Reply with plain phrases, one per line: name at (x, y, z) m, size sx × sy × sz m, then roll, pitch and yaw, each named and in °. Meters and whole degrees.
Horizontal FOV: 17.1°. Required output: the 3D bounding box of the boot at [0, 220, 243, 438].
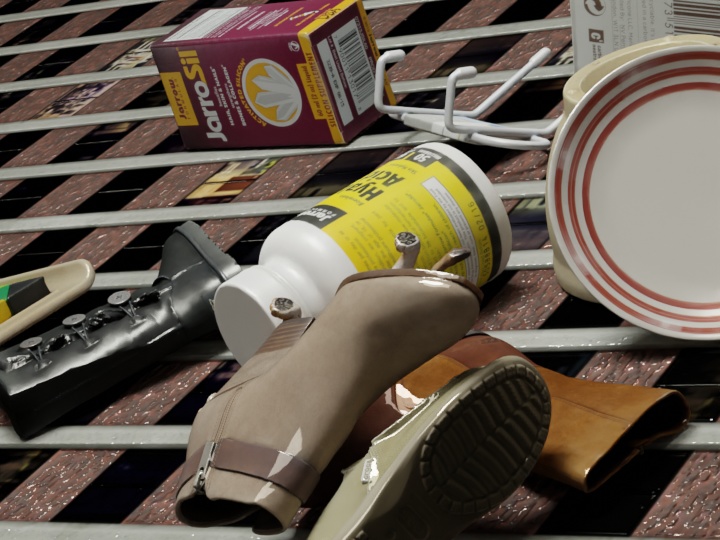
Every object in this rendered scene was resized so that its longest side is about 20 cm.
boot at (-0.190, 0.043, 1.802) m, size 0.200 × 0.066 × 0.165 m, roll -31°, pitch 16°, yaw -10°

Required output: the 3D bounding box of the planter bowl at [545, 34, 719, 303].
planter bowl at (0.213, -0.081, 1.660) m, size 0.200 × 0.135 × 0.200 m, roll -17°, pitch 21°, yaw 7°

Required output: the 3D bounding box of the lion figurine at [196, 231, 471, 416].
lion figurine at (-0.012, 0.061, 1.550) m, size 0.200 × 0.123 × 0.072 m, roll -21°, pitch 46°, yaw -29°

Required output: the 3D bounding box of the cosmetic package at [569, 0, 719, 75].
cosmetic package at (0.278, -0.240, 1.915) m, size 0.165 × 0.165 × 0.200 m, roll 9°, pitch 32°, yaw 27°

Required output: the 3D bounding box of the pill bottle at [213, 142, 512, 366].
pill bottle at (0.000, 0.000, 1.670) m, size 0.200 × 0.111 × 0.111 m, roll -32°, pitch 25°, yaw -30°

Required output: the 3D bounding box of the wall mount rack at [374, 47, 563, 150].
wall mount rack at (0.116, -0.146, 1.994) m, size 0.174 × 0.075 × 0.200 m, roll -1°, pitch 12°, yaw -30°

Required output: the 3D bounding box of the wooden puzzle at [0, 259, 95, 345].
wooden puzzle at (-0.327, 0.053, 1.874) m, size 0.185 × 0.037 × 0.200 m, roll -12°, pitch 21°, yaw 43°

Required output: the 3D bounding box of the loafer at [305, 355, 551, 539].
loafer at (0.027, 0.122, 1.357) m, size 0.200 × 0.076 × 0.068 m, roll -44°, pitch 27°, yaw -20°

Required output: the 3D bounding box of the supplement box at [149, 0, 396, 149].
supplement box at (-0.081, -0.177, 2.172) m, size 0.200 × 0.111 × 0.086 m, roll 0°, pitch 28°, yaw 41°

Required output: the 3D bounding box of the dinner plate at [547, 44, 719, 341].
dinner plate at (0.221, -0.049, 1.552) m, size 0.200 × 0.200 × 0.024 m, roll -19°, pitch -15°, yaw -2°

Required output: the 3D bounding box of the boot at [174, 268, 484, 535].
boot at (-0.024, 0.082, 1.376) m, size 0.200 × 0.070 × 0.146 m, roll -21°, pitch 35°, yaw 49°

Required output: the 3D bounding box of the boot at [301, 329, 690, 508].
boot at (0.070, 0.109, 1.447) m, size 0.188 × 0.069 × 0.200 m, roll -25°, pitch 28°, yaw -36°
